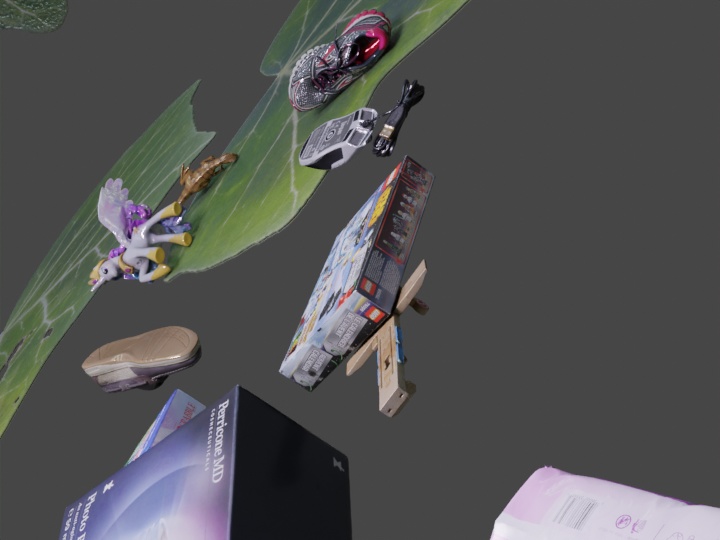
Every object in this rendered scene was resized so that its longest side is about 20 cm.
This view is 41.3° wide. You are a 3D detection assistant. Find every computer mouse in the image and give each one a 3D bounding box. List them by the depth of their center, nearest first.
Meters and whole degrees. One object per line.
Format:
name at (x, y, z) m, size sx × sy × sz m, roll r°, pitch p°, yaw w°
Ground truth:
computer mouse at (-0.003, -0.170, 1.216) m, size 0.199 × 0.044 × 0.111 m, roll -13°, pitch 47°, yaw 49°

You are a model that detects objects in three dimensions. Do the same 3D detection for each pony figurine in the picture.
pony figurine at (-0.388, -0.056, 1.678) m, size 0.198 × 0.167 × 0.195 m, roll -13°, pitch 49°, yaw 34°

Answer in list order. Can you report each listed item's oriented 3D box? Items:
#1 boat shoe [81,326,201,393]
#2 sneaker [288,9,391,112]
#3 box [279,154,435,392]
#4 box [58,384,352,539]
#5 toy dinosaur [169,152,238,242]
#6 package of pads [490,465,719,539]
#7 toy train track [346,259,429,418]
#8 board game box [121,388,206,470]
boat shoe at (-0.280, 0.124, 1.259) m, size 0.198 × 0.065 × 0.072 m, roll -12°, pitch 30°, yaw 30°
sneaker at (-0.037, -0.319, 1.468) m, size 0.200 × 0.080 × 0.075 m, roll -41°, pitch 25°, yaw 23°
box at (0.000, 0.000, 0.887) m, size 0.137 × 0.040 × 0.201 m, roll -48°, pitch 14°, yaw 42°
box at (-0.112, 0.221, 0.639) m, size 0.197 × 0.123 × 0.201 m, roll -35°, pitch 35°, yaw 24°
toy dinosaur at (-0.315, -0.161, 1.794) m, size 0.200 × 0.060 × 0.106 m, roll -48°, pitch 23°, yaw 7°
package of pads at (0.142, 0.135, 0.324) m, size 0.076 × 0.120 × 0.199 m, roll -57°, pitch 23°, yaw -18°
toy train track at (0.033, 0.063, 0.761) m, size 0.115 × 0.032 × 0.200 m, roll -54°, pitch 11°, yaw 17°
board game box at (-0.231, 0.238, 0.922) m, size 0.201 × 0.041 × 0.200 m, roll -55°, pitch 9°, yaw 12°
